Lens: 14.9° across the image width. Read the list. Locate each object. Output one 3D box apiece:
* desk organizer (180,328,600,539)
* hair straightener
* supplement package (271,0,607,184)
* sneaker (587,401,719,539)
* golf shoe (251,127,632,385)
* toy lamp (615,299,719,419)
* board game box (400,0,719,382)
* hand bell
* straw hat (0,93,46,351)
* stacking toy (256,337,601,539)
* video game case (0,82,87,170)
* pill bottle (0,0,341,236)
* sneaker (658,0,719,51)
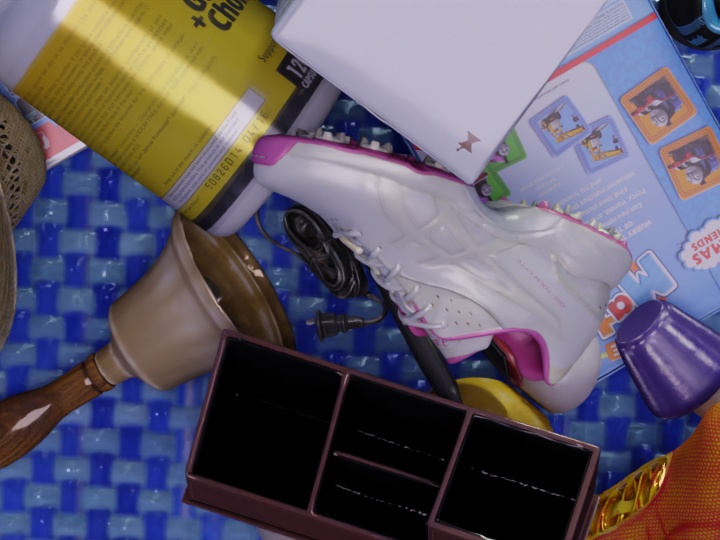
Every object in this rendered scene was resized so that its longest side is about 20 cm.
[{"bbox_3d":[0.014,0.100,1.351,0.200,0.077,0.072,17,67,9],"label":"desk organizer"},{"bbox_3d":[0.000,0.000,1.427,0.077,0.041,0.200,-33,68,-9],"label":"hair straightener"},{"bbox_3d":[0.036,-0.134,1.329,0.117,0.200,0.117,37,98,-8],"label":"supplement package"},{"bbox_3d":[0.152,0.137,1.438,0.077,0.073,0.200,21,134,-3],"label":"sneaker"},{"bbox_3d":[0.034,-0.007,1.339,0.200,0.075,0.092,20,88,-14],"label":"golf shoe"},{"bbox_3d":[0.210,0.094,1.469,0.058,0.058,0.200,-42,112,4],"label":"toy lamp"},{"bbox_3d":[0.120,-0.052,1.467,0.151,0.037,0.200,-30,99,3],"label":"board game box"},{"bbox_3d":[-0.145,0.057,1.458,0.200,0.104,0.104,-32,99,14],"label":"hand bell"},{"bbox_3d":[-0.210,-0.049,1.423,0.085,0.201,0.201,-29,102,-41],"label":"straw hat"},{"bbox_3d":[0.055,0.106,1.444,0.146,0.146,0.200,40,87,-8],"label":"stacking toy"},{"bbox_3d":[-0.162,-0.170,1.445,0.143,0.017,0.200,-29,99,2],"label":"video game case"},{"bbox_3d":[-0.116,-0.115,1.390,0.200,0.112,0.112,36,95,-7],"label":"pill bottle"},{"bbox_3d":[0.222,-0.204,1.426,0.073,0.082,0.200,22,96,-4],"label":"sneaker"}]
